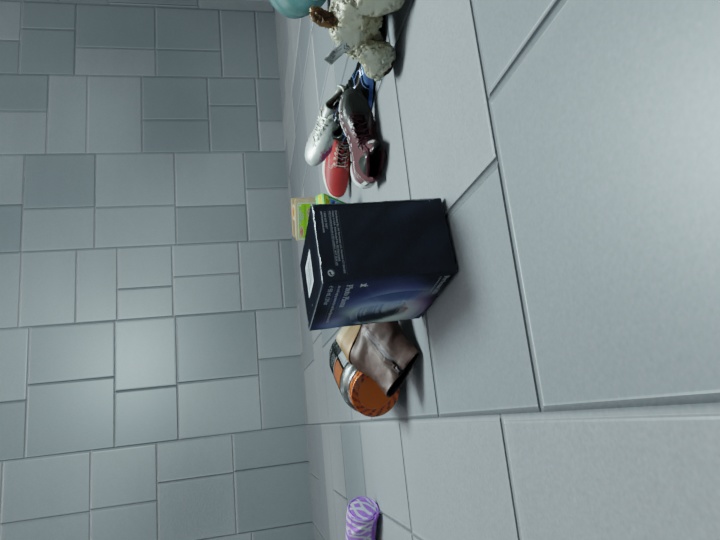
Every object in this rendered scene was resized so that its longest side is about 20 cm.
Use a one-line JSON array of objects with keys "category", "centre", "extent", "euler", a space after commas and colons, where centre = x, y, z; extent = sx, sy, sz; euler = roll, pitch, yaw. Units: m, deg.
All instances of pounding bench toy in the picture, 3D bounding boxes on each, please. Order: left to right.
[{"category": "pounding bench toy", "centre": [-0.155, -0.131, 1.809], "extent": [0.156, 0.120, 0.207], "euler": [-149, 56, -76]}]

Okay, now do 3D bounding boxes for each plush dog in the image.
[{"category": "plush dog", "centre": [-0.002, -0.460, 0.971], "extent": [0.203, 0.155, 0.175], "euler": [100, 177, -48]}]

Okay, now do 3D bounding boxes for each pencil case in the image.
[{"category": "pencil case", "centre": [0.005, 0.649, 1.356], "extent": [0.084, 0.083, 0.206], "euler": [18, 119, 39]}]

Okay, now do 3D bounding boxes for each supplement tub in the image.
[{"category": "supplement tub", "centre": [0.007, 0.204, 1.128], "extent": [0.200, 0.119, 0.127], "euler": [-135, 43, -72]}]

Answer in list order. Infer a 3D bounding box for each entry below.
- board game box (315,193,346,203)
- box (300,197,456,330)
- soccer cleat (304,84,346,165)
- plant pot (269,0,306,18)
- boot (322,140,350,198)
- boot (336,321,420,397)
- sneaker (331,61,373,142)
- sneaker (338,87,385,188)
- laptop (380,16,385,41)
[{"category": "board game box", "centre": [-0.051, -0.070, 1.354], "extent": [0.133, 0.028, 0.206], "euler": [15, -115, -57]}, {"category": "box", "centre": [0.017, -0.004, 0.847], "extent": [0.201, 0.192, 0.127], "euler": [113, 149, -64]}, {"category": "soccer cleat", "centre": [-0.081, -0.341, 1.305], "extent": [0.202, 0.069, 0.086], "euler": [-56, -21, 12]}, {"category": "plant pot", "centre": [-0.152, -0.804, 1.538], "extent": [0.133, 0.197, 0.206], "euler": [23, 120, 45]}, {"category": "boot", "centre": [-0.050, -0.284, 1.407], "extent": [0.144, 0.070, 0.207], "euler": [-147, 58, -73]}, {"category": "boot", "centre": [0.054, 0.099, 1.002], "extent": [0.165, 0.072, 0.203], "euler": [36, 96, 40]}, {"category": "sneaker", "centre": [-0.019, -0.362, 1.212], "extent": [0.203, 0.075, 0.071], "euler": [100, 162, -47]}, {"category": "sneaker", "centre": [0.014, -0.271, 1.124], "extent": [0.115, 0.074, 0.206], "euler": [-170, 67, -72]}, {"category": "laptop", "centre": [0.021, -0.555, 1.138], "extent": [0.198, 0.114, 0.193], "euler": [21, 117, 46]}]
